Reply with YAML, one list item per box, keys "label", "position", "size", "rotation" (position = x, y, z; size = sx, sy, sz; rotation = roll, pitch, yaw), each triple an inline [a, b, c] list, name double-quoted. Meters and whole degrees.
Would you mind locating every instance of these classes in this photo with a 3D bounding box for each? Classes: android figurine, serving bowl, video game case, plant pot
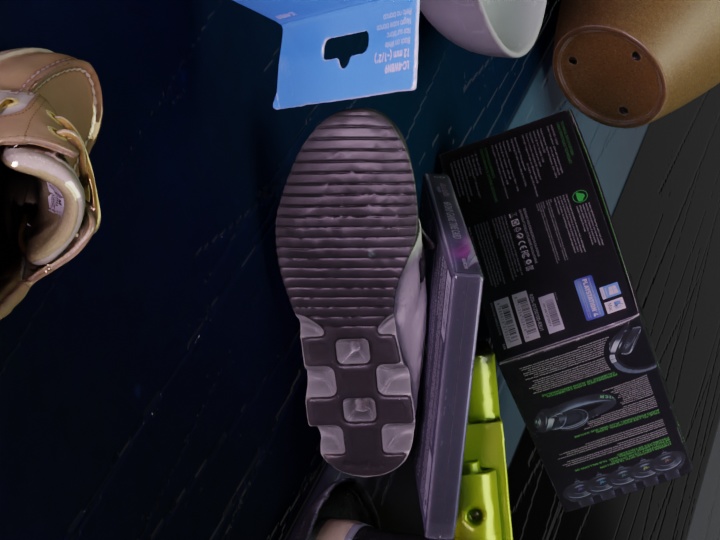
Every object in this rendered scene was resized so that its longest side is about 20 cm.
- label: "android figurine"
  position: [0.068, 0.144, 1.292]
  size: [0.182, 0.041, 0.200]
  rotation: [-86, 173, -85]
- label: "serving bowl"
  position: [0.060, -0.227, 1.330]
  size: [0.200, 0.066, 0.200]
  rotation: [-2, 90, -71]
- label: "video game case"
  position: [0.042, 0.041, 1.191]
  size: [0.200, 0.019, 0.143]
  rotation: [-96, -169, -73]
- label: "plant pot"
  position: [0.231, -0.202, 1.675]
  size: [0.200, 0.186, 0.187]
  rotation: [-54, 140, -40]

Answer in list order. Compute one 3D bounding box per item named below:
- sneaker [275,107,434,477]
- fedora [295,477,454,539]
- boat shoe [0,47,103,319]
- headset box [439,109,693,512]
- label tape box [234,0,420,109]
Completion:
- label: "sneaker"
  position: [0.000, 0.000, 1.150]
  size: [0.089, 0.074, 0.200]
  rotation: [-69, 161, -62]
- label: "fedora"
  position: [0.024, 0.209, 1.146]
  size: [0.201, 0.091, 0.201]
  rotation: [-1, 90, -74]
- label: "boat shoe"
  position: [-0.129, -0.023, 0.787]
  size: [0.200, 0.066, 0.074]
  rotation: [-62, 145, -54]
- label: "headset box"
  position: [0.134, 0.032, 1.404]
  size: [0.200, 0.093, 0.174]
  rotation: [63, 10, -50]
- label: "label tape box"
  position: [-0.034, -0.174, 0.952]
  size: [0.066, 0.143, 0.200]
  rotation: [-1, 91, -25]
